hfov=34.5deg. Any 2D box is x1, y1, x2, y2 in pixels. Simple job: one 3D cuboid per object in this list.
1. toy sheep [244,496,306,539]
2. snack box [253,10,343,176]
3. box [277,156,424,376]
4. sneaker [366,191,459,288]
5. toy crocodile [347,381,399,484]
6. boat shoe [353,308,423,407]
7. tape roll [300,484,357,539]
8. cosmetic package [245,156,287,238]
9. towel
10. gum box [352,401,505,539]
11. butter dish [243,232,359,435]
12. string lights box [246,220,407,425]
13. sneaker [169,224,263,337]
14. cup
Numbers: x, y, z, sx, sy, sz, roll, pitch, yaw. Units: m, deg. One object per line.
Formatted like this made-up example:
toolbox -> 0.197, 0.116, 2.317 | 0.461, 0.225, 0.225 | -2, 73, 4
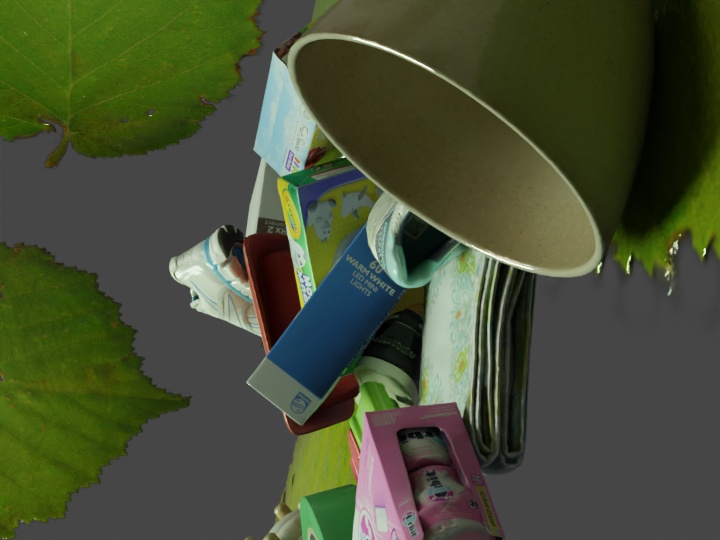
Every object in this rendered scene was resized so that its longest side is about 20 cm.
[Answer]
toy sheep -> -0.042, 0.297, 1.156 | 0.200, 0.137, 0.139 | 143, 135, -70
snack box -> 0.004, -0.182, 1.028 | 0.200, 0.068, 0.169 | -43, -9, -22
box -> 0.000, 0.000, 1.044 | 0.048, 0.117, 0.201 | 31, 135, 56
sneaker -> 0.076, -0.071, 0.817 | 0.201, 0.077, 0.086 | -61, 15, 20
toy crocodile -> 0.017, 0.167, 0.982 | 0.201, 0.061, 0.068 | 82, 167, -50
boat shoe -> 0.036, 0.094, 1.028 | 0.200, 0.071, 0.068 | 85, -155, -68
tape roll -> -0.003, 0.281, 0.961 | 0.200, 0.048, 0.202 | 168, 90, -79
cosmetic package -> -0.062, -0.049, 1.493 | 0.200, 0.163, 0.166 | 117, 160, -62
towel -> 0.079, 0.063, 0.852 | 0.200, 0.048, 0.173 | 133, 145, -75
gum box -> 0.039, 0.193, 0.767 | 0.114, 0.066, 0.201 | -110, 19, -50
butter dish -> -0.010, 0.047, 1.159 | 0.199, 0.147, 0.202 | 1, -106, -72
string lights box -> -0.007, 0.028, 0.955 | 0.201, 0.059, 0.103 | -53, -2, -2
sneaker -> -0.127, 0.026, 1.201 | 0.200, 0.086, 0.075 | 51, -153, -47
cup -> 0.080, -0.114, 0.635 | 0.144, 0.200, 0.200 | -56, 3, -13
